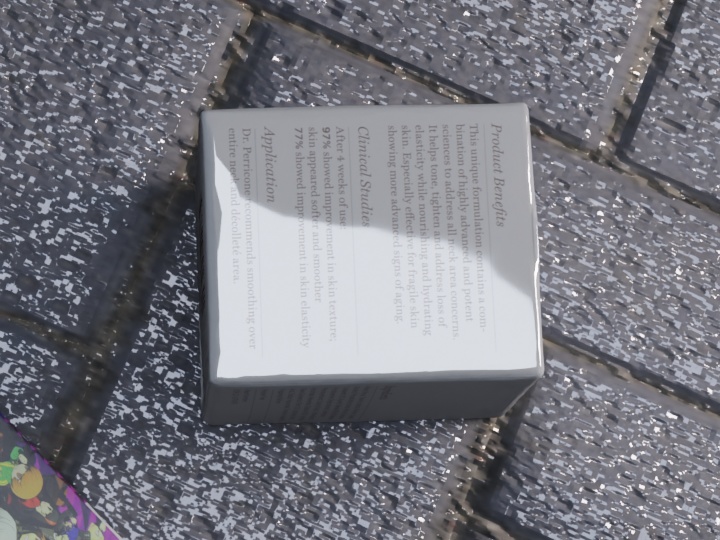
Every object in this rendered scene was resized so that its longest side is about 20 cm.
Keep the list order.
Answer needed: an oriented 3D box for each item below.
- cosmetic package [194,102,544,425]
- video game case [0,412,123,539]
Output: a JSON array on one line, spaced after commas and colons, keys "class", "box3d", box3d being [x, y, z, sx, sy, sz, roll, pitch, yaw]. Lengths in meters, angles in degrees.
[{"class": "cosmetic package", "box3d": [0.000, 0.000, 1.455, 0.198, 0.166, 0.169, -1, 78, -5]}, {"class": "video game case", "box3d": [-0.270, 0.178, 1.453, 0.200, 0.036, 0.181, -44, 86, -13]}]
